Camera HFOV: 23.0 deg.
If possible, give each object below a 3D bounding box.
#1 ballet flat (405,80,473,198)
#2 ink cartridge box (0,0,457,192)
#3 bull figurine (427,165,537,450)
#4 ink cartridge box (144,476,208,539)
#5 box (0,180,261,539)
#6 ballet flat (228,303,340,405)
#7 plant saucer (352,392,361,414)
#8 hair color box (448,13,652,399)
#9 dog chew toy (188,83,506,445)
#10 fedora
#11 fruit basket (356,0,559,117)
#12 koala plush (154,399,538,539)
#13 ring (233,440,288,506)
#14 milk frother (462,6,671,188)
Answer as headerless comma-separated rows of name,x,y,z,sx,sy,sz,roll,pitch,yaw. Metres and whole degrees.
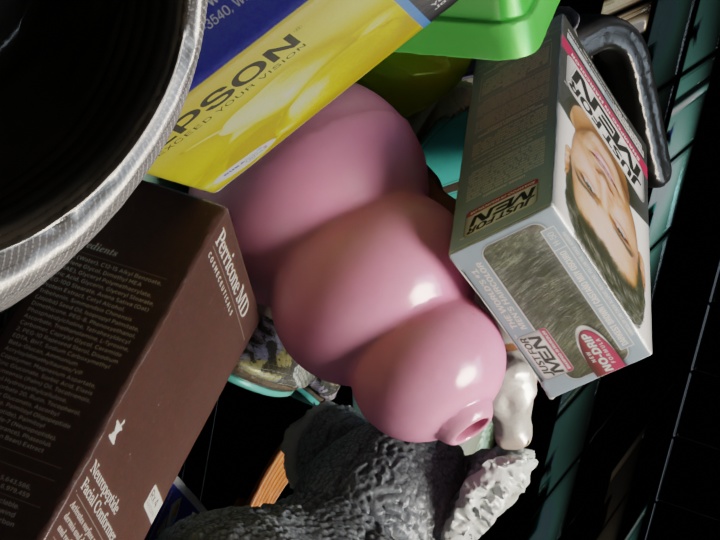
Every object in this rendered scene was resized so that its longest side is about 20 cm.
ballet flat,0.043,-0.070,1.084,0.200,0.072,0.072,91,22,-64
ink cartridge box,-0.021,-0.110,0.696,0.197,0.047,0.200,-36,173,9
bull figurine,0.052,0.013,0.975,0.065,0.200,0.121,-29,159,-3
ink cartridge box,-0.118,0.164,0.950,0.200,0.039,0.100,66,44,-62
box,-0.123,0.066,0.791,0.100,0.075,0.200,77,33,-57
ballet flat,-0.045,0.034,0.992,0.200,0.072,0.072,36,73,-78
plant saucer,0.009,-0.002,1.100,0.070,0.019,0.200,87,7,-48
hair color box,0.102,-0.039,0.914,0.099,0.061,0.200,53,26,-25
dog chew toy,0.000,0.000,0.881,0.124,0.200,0.125,-30,159,-12
fedora,-0.141,-0.078,0.540,0.200,0.090,0.177,-44,134,-31
fruit basket,0.037,-0.152,0.948,0.216,0.155,0.216,7,90,-75
koala plush,-0.005,0.152,0.931,0.200,0.177,0.184,-49,131,-33
ring,-0.059,0.188,1.182,0.200,0.019,0.201,17,90,-71
milk frother,0.098,-0.084,1.236,0.180,0.200,0.189,-42,122,-44
